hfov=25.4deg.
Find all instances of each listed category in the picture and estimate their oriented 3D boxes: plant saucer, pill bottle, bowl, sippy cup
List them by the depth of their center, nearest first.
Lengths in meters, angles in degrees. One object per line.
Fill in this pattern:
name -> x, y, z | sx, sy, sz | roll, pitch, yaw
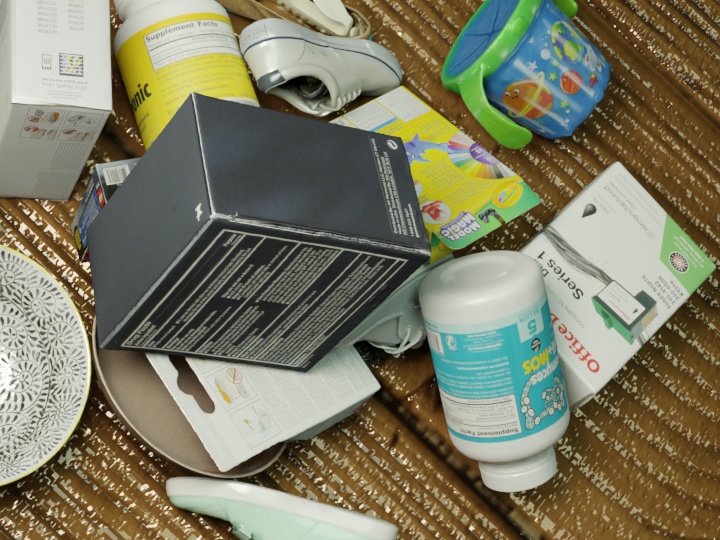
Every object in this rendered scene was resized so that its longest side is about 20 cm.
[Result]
bowl -> -0.327, 0.082, 1.285 | 0.200, 0.094, 0.202 | 8, 72, -27
plant saucer -> -0.146, 0.093, 1.351 | 0.200, 0.032, 0.201 | 27, 40, -25
pill bottle -> 0.123, 0.092, 1.409 | 0.111, 0.111, 0.201 | -24, 113, -25
pill bottle -> -0.158, -0.177, 1.441 | 0.111, 0.111, 0.201 | -13, 75, -23
sippy cup -> 0.170, -0.201, 1.564 | 0.130, 0.140, 0.178 | 35, 87, -16

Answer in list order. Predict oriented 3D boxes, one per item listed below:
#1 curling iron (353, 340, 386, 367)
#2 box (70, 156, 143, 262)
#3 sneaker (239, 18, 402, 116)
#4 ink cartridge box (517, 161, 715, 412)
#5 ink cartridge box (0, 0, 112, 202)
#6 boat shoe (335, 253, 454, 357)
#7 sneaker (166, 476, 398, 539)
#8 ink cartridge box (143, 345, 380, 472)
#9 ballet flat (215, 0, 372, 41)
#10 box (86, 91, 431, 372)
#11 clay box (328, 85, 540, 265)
curling iron -> 0.000, 0.000, 1.481 | 0.049, 0.026, 0.201 | 18, 59, -36
box -> -0.143, -0.064, 1.390 | 0.199, 0.137, 0.040 | -11, 74, -22
sneaker -> -0.034, -0.176, 1.482 | 0.200, 0.073, 0.071 | 5, 68, -47
ink cartridge box -> 0.216, 0.018, 1.516 | 0.146, 0.084, 0.200 | 47, 62, 2
ink cartridge box -> -0.270, -0.176, 1.350 | 0.084, 0.200, 0.176 | 3, 71, -20
boat shoe -> 0.037, 0.036, 1.427 | 0.201, 0.070, 0.072 | -32, 90, -52
sneaker -> -0.078, 0.243, 1.335 | 0.200, 0.074, 0.119 | 16, 84, -1
ink cartridge box -> -0.097, 0.080, 1.366 | 0.200, 0.050, 0.162 | -25, 76, -42
ballet flat -> -0.073, -0.263, 1.525 | 0.200, 0.072, 0.068 | 31, 63, -6
box -> -0.086, -0.025, 1.270 | 0.198, 0.200, 0.124 | 8, 54, -34
clay box -> 0.059, -0.083, 1.470 | 0.115, 0.048, 0.200 | -29, 54, -27
